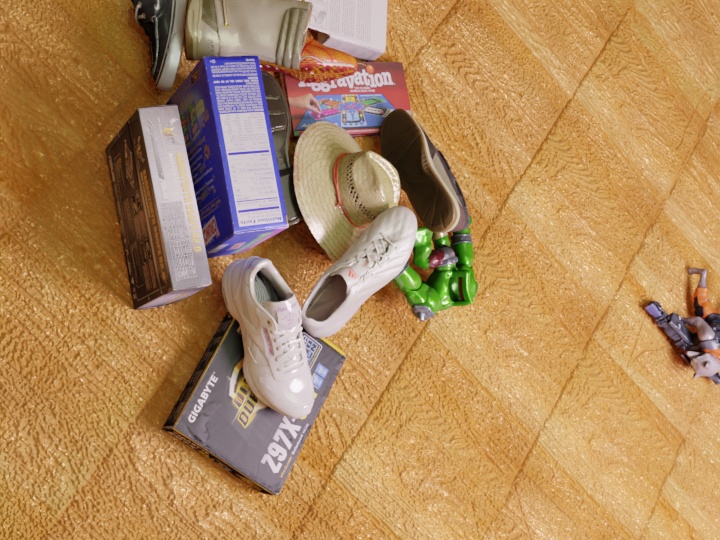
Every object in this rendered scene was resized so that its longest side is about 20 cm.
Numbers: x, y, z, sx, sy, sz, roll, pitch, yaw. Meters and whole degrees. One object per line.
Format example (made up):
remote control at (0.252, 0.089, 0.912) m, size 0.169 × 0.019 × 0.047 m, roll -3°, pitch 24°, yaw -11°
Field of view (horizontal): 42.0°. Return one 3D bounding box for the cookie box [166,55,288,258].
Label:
cookie box at (-0.162, -0.129, 1.117) m, size 0.074 × 0.170 × 0.205 m, roll -8°, pitch 85°, yaw -27°

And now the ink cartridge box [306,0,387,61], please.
ink cartridge box at (-0.043, -0.414, 1.311) m, size 0.173 × 0.044 × 0.205 m, roll 10°, pitch 75°, yaw -29°

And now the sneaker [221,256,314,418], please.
sneaker at (-0.102, 0.079, 1.099) m, size 0.074 × 0.099 × 0.204 m, roll -25°, pitch 94°, yaw -33°

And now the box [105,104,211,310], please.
box at (-0.234, -0.067, 1.070) m, size 0.047 × 0.158 × 0.205 m, roll -10°, pitch 85°, yaw -30°

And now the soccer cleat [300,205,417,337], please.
soccer cleat at (0.000, 0.000, 1.159) m, size 0.069 × 0.078 × 0.201 m, roll 38°, pitch 86°, yaw 19°

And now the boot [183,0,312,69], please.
boot at (-0.135, -0.337, 1.170) m, size 0.151 × 0.073 × 0.204 m, roll 5°, pitch 59°, yaw -4°

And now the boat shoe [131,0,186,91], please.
boat shoe at (-0.251, -0.323, 1.158) m, size 0.066 × 0.071 × 0.205 m, roll 6°, pitch 81°, yaw -22°

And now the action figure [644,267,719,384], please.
action figure at (0.567, 0.083, 1.541) m, size 0.199 × 0.104 × 0.196 m, roll 36°, pitch 56°, yaw -22°

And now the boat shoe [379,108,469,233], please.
boat shoe at (0.087, -0.131, 1.282) m, size 0.064 × 0.073 × 0.203 m, roll 15°, pitch 46°, yaw -52°

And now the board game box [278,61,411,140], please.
board game box at (-0.017, -0.239, 1.309) m, size 0.196 × 0.019 × 0.105 m, roll -8°, pitch 83°, yaw -31°

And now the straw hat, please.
straw hat at (0.006, -0.107, 1.221) m, size 0.199 × 0.084 × 0.206 m, roll 22°, pitch 62°, yaw -49°

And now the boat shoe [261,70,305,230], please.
boat shoe at (-0.125, -0.150, 1.204) m, size 0.070 × 0.068 × 0.205 m, roll -8°, pitch 86°, yaw -21°

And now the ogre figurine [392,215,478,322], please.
ogre figurine at (0.103, -0.004, 1.283) m, size 0.199 × 0.096 × 0.122 m, roll -21°, pitch 93°, yaw -68°

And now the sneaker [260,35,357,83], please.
sneaker at (-0.096, -0.294, 1.222) m, size 0.195 × 0.073 × 0.079 m, roll 9°, pitch 79°, yaw -14°

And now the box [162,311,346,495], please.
box at (-0.126, 0.148, 1.157) m, size 0.159 × 0.049 × 0.202 m, roll 38°, pitch 64°, yaw -21°
